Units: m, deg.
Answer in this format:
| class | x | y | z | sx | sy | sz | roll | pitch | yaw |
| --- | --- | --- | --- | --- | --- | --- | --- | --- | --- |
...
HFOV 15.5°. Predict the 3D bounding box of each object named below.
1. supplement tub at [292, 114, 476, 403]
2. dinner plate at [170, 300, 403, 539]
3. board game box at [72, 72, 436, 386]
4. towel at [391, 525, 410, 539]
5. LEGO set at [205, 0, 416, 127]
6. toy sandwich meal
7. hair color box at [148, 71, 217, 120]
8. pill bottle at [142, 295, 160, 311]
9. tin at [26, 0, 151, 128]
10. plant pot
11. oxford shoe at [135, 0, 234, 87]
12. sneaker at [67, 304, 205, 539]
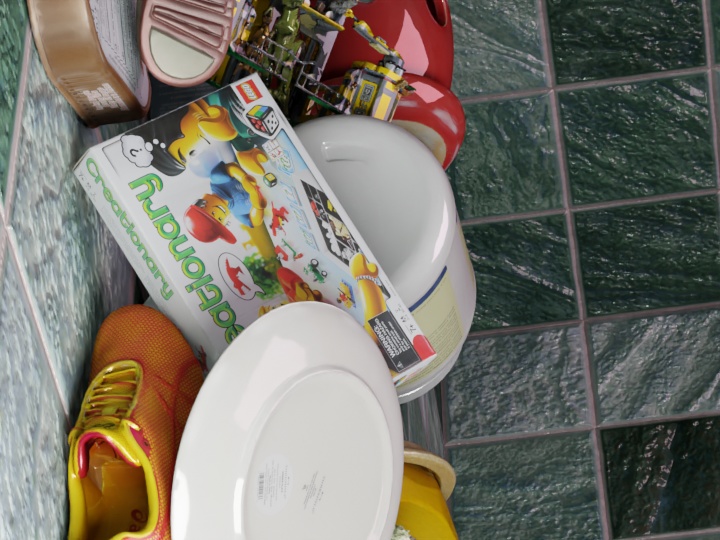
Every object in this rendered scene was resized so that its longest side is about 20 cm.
| class | x | y | z | sx | sy | sz | roll | pitch | yaw |
| --- | --- | --- | --- | --- | --- | --- | --- | --- | --- |
| supplement tub | 0.000 | 0.000 | 1.732 | 0.200 | 0.144 | 0.146 | 70 | 14 | -66 |
| dinner plate | -0.030 | 0.117 | 1.429 | 0.200 | 0.024 | 0.202 | -9 | 102 | -51 |
| board game box | -0.060 | -0.004 | 1.512 | 0.201 | 0.126 | 0.035 | 57 | -34 | 8 |
| towel | -0.038 | 0.245 | 1.534 | 0.036 | 0.148 | 0.201 | 36 | -56 | 41 |
| LEGO set | -0.054 | -0.175 | 1.720 | 0.154 | 0.199 | 0.117 | 1 | -112 | 62 |
| toy sandwich meal | -0.028 | 0.166 | 1.603 | 0.205 | 0.204 | 0.071 | 71 | 2 | -66 |
| hair color box | -0.112 | -0.131 | 1.835 | 0.099 | 0.060 | 0.201 | 67 | 18 | -72 |
| pill bottle | -0.077 | 0.077 | 1.617 | 0.200 | 0.119 | 0.120 | 72 | 12 | -66 |
| tin | -0.156 | -0.150 | 1.527 | 0.200 | 0.042 | 0.113 | 59 | 28 | -77 |
| plant pot | -0.021 | -0.151 | 1.964 | 0.201 | 0.199 | 0.183 | 73 | 1 | -61 |
| oxford shoe | -0.097 | -0.210 | 1.562 | 0.075 | 0.070 | 0.201 | -154 | -99 | -73 |
| sneaker | -0.121 | 0.088 | 1.412 | 0.201 | 0.073 | 0.077 | -96 | 165 | -45 |
